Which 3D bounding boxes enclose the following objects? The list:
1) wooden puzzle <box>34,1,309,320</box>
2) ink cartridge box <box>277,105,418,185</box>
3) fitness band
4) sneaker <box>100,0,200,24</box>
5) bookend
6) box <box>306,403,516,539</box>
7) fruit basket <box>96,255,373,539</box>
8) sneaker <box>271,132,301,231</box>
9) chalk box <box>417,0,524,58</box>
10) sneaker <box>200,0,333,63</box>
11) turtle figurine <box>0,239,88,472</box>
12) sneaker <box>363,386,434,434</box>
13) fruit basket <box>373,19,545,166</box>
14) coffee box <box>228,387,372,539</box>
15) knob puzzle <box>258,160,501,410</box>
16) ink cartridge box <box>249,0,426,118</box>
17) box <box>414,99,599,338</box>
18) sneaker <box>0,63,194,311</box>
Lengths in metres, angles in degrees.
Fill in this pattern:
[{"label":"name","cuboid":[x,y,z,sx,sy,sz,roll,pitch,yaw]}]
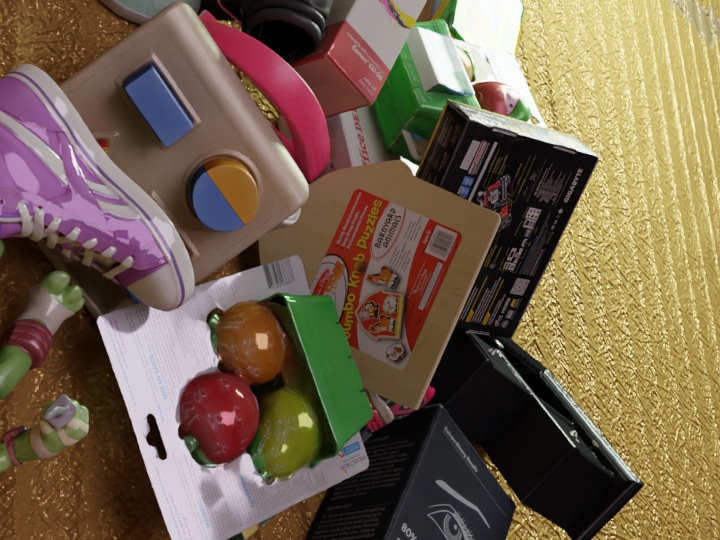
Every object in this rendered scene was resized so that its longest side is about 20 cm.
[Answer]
[{"label":"wooden puzzle","cuboid":[-0.159,-0.071,0.863,0.199,0.046,0.186,-37,111,-6]},{"label":"ink cartridge box","cuboid":[0.021,-0.084,1.121,0.199,0.084,0.148,23,43,-43]},{"label":"fitness band","cuboid":[-0.088,-0.144,0.972,0.143,0.200,0.037,41,79,13]},{"label":"sneaker","cuboid":[-0.182,-0.278,0.937,0.199,0.117,0.075,30,53,-43]},{"label":"bookend","cuboid":[0.151,0.145,1.135,0.199,0.092,0.199,37,11,-37]},{"label":"box","cuboid":[0.043,0.249,1.033,0.149,0.103,0.201,53,41,-23]},{"label":"fruit basket","cuboid":[-0.094,0.099,0.883,0.198,0.093,0.188,-19,87,-36]},{"label":"sneaker","cuboid":[-0.123,-0.115,0.954,0.202,0.114,0.074,58,43,-18]},{"label":"chalk box","cuboid":[0.102,-0.283,1.289,0.124,0.123,0.203,40,49,-35]},{"label":"sneaker","cuboid":[-0.093,-0.224,0.979,0.070,0.198,0.101,31,68,-36]},{"label":"turtle figurine","cuboid":[-0.235,0.049,0.710,0.196,0.141,0.202,-86,180,-50]},{"label":"sneaker","cuboid":[0.030,0.069,1.077,0.202,0.074,0.081,-94,157,-52]},{"label":"fruit basket","cuboid":[0.107,-0.167,1.103,0.197,0.094,0.188,3,53,-28]},{"label":"coffee box","cuboid":[-0.075,0.133,0.977,0.199,0.044,0.125,-28,99,-52]},{"label":"knob puzzle","cuboid":[0.000,0.000,0.984,0.030,0.216,0.224,30,51,-70]},{"label":"ink cartridge box","cuboid":[-0.005,-0.235,1.028,0.067,0.115,0.202,42,61,-30]},{"label":"box","cuboid":[0.111,-0.041,1.045,0.157,0.203,0.049,10,24,-31]},{"label":"sneaker","cuboid":[-0.208,-0.029,0.779,0.201,0.072,0.115,50,48,-13]}]
